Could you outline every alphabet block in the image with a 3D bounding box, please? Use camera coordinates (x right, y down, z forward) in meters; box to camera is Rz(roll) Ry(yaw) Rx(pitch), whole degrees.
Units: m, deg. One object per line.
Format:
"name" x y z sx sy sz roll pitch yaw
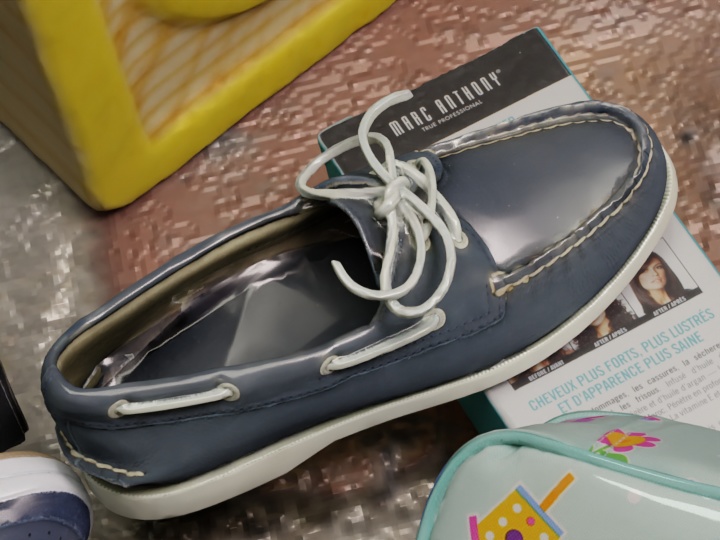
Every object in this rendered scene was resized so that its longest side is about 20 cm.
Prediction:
"alphabet block" -0.089 -0.180 0.946 0.196 0.196 0.200 -39 58 -15

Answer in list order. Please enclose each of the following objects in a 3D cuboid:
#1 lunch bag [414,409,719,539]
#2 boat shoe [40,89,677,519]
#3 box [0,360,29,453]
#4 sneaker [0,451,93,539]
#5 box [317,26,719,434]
"lunch bag" 0.098 0.130 0.738 0.199 0.077 0.161 15 99 21
"boat shoe" 0.000 0.000 0.826 0.199 0.062 0.075 -24 52 -4
"box" -0.231 0.018 0.852 0.200 0.050 0.199 -30 59 -10
"sneaker" -0.142 0.143 0.802 0.200 0.070 0.109 -35 53 -7
"box" 0.069 0.022 0.867 0.082 0.049 0.200 -26 56 -9
